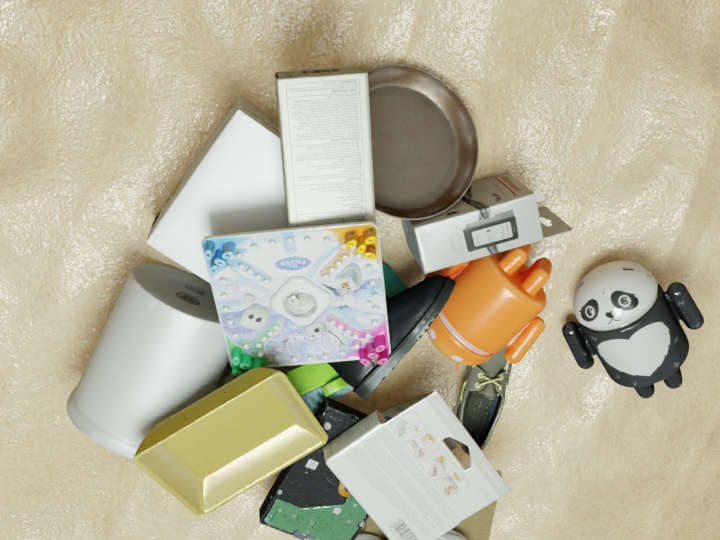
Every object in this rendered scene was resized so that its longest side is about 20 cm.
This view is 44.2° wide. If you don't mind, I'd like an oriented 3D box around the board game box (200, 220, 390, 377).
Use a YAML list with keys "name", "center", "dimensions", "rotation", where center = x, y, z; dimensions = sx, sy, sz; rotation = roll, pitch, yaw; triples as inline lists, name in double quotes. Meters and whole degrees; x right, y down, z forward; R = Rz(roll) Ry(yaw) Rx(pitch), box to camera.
- name: "board game box"
  center: [-0.070, 0.040, 1.034]
  dimensions: [0.199, 0.026, 0.200]
  rotation: [-5, 126, 2]

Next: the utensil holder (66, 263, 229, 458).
- name: "utensil holder"
  center: [-0.258, 0.115, 1.134]
  dimensions: [0.170, 0.170, 0.200]
  rotation: [23, 104, -15]

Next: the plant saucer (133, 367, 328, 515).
- name: "plant saucer"
  center: [-0.160, 0.205, 1.102]
  dimensions: [0.200, 0.048, 0.200]
  rotation: [-31, 143, -5]

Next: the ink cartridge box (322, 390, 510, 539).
- name: "ink cartridge box"
  center: [0.077, 0.268, 1.192]
  dimensions: [0.176, 0.045, 0.200]
  rotation: [-34, 111, 5]

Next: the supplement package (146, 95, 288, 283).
- name: "supplement package"
  center: [-0.145, -0.087, 1.109]
  dimensions: [0.156, 0.111, 0.200]
  rotation: [34, 101, -18]

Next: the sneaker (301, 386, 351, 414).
- name: "sneaker"
  center: [-0.077, 0.187, 1.229]
  dimensions: [0.200, 0.082, 0.074]
  rotation: [-36, 111, 2]

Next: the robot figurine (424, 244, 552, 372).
- name: "robot figurine"
  center: [0.167, 0.048, 1.183]
  dimensions: [0.144, 0.117, 0.200]
  rotation: [25, 121, -35]

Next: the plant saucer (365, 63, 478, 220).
- name: "plant saucer"
  center: [0.052, -0.159, 1.115]
  dimensions: [0.200, 0.032, 0.201]
  rotation: [3, 81, -19]

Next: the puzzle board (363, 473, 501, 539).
- name: "puzzle board"
  center: [0.107, 0.370, 1.357]
  dimensions: [0.199, 0.017, 0.151]
  rotation: [5, 108, -10]

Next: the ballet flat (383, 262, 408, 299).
- name: "ballet flat"
  center: [0.000, 0.000, 1.192]
  dimensions: [0.075, 0.068, 0.200]
  rotation: [-29, 107, 26]

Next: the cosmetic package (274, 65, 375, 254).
- name: "cosmetic package"
  center: [-0.039, -0.126, 1.013]
  dimensions: [0.103, 0.073, 0.201]
  rotation: [-4, 110, -6]

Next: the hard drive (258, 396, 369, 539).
- name: "hard drive"
  center: [-0.035, 0.286, 1.226]
  dimensions: [0.139, 0.038, 0.200]
  rotation: [25, 103, -16]

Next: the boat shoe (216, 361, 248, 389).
- name: "boat shoe"
  center: [-0.144, 0.110, 1.207]
  dimensions: [0.062, 0.073, 0.200]
  rotation: [18, 109, -29]

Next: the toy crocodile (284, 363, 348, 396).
- name: "toy crocodile"
  center: [-0.015, 0.116, 1.203]
  dimensions: [0.200, 0.062, 0.068]
  rotation: [-29, 82, -15]

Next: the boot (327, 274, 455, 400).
- name: "boot"
  center: [0.000, 0.043, 1.128]
  dimensions: [0.168, 0.076, 0.200]
  rotation: [40, 100, -1]

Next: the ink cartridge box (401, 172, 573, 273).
- name: "ink cartridge box"
  center: [0.160, -0.070, 1.155]
  dimensions: [0.199, 0.116, 0.068]
  rotation: [-16, 112, -3]

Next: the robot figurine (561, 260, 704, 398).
- name: "robot figurine"
  center: [0.378, 0.082, 1.233]
  dimensions: [0.150, 0.125, 0.200]
  rotation: [-39, 111, -13]

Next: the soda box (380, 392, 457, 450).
- name: "soda box"
  center: [0.032, 0.249, 1.277]
  dimensions: [0.199, 0.063, 0.068]
  rotation: [-20, 110, -1]

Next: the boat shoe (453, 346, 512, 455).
- name: "boat shoe"
  center: [0.179, 0.169, 1.271]
  dimensions: [0.072, 0.060, 0.202]
  rotation: [10, 107, -11]

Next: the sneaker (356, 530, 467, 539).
- name: "sneaker"
  center: [0.070, 0.437, 1.313]
  dimensions: [0.199, 0.100, 0.075]
  rotation: [-5, 107, -8]
